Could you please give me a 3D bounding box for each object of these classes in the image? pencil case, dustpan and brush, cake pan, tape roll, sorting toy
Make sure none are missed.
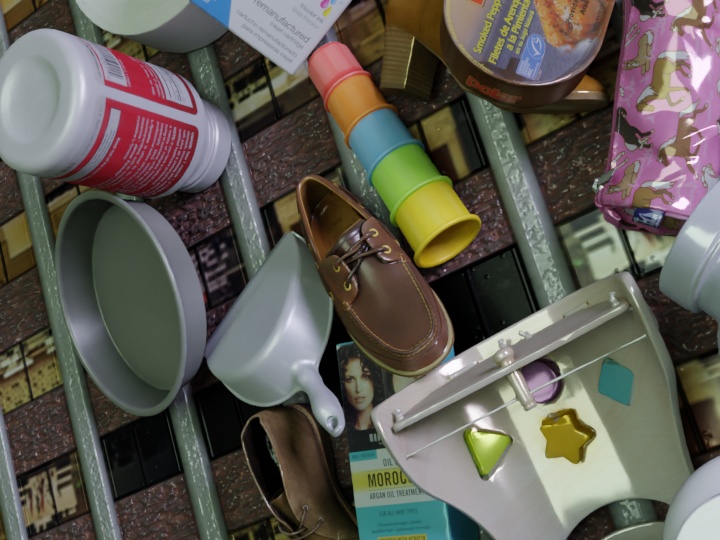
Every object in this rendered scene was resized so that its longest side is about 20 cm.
[{"bbox_3d":[0.210,-0.126,0.705,0.082,0.085,0.204,7,89,53],"label":"pencil case"},{"bbox_3d":[-0.056,0.068,0.841,0.140,0.057,0.200,-53,25,10],"label":"dustpan and brush"},{"bbox_3d":[-0.203,0.026,0.937,0.198,0.036,0.204,18,116,41],"label":"cake pan"},{"bbox_3d":[-0.177,-0.307,0.966,0.199,0.070,0.207,-3,84,32],"label":"tape roll"},{"bbox_3d":[0.140,0.123,0.724,0.198,0.107,0.182,-29,87,19],"label":"sorting toy"}]

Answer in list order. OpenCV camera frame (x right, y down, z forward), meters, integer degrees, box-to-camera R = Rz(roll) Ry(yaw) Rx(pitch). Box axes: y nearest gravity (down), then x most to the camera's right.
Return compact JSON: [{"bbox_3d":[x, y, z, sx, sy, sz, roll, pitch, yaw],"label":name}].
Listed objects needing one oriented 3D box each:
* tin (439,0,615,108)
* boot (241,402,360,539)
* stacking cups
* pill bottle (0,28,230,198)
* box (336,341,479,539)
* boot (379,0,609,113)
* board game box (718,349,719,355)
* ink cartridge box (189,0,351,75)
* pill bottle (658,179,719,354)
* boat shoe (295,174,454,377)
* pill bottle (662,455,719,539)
[{"bbox_3d":[0.122,-0.202,0.734,0.110,0.042,0.202,23,66,1],"label":"tin"},{"bbox_3d":[-0.042,0.204,0.839,0.073,0.075,0.203,-32,71,23],"label":"boot"},{"bbox_3d":[0.022,-0.101,0.836,0.060,0.060,0.202,-39,65,23],"label":"stacking cups"},{"bbox_3d":[-0.201,-0.122,0.890,0.111,0.199,0.115,-3,83,31],"label":"pill bottle"},{"bbox_3d":[0.038,0.150,0.808,0.081,0.049,0.204,-13,80,30],"label":"box"},{"bbox_3d":[0.102,-0.197,0.785,0.199,0.070,0.147,13,92,34],"label":"boot"},{"bbox_3d":[0.306,-0.040,0.649,0.145,0.064,0.204,5,88,32],"label":"board game box"},{"bbox_3d":[-0.053,-0.284,0.835,0.201,0.143,0.085,-49,29,18],"label":"ink cartridge box"},{"bbox_3d":[0.266,0.032,0.568,0.199,0.111,0.113,37,105,28],"label":"pill bottle"},{"bbox_3d":[0.000,-0.001,0.796,0.072,0.068,0.201,-36,47,1],"label":"boat shoe"},{"bbox_3d":[0.237,0.154,0.595,0.111,0.199,0.115,-3,84,31],"label":"pill bottle"}]
